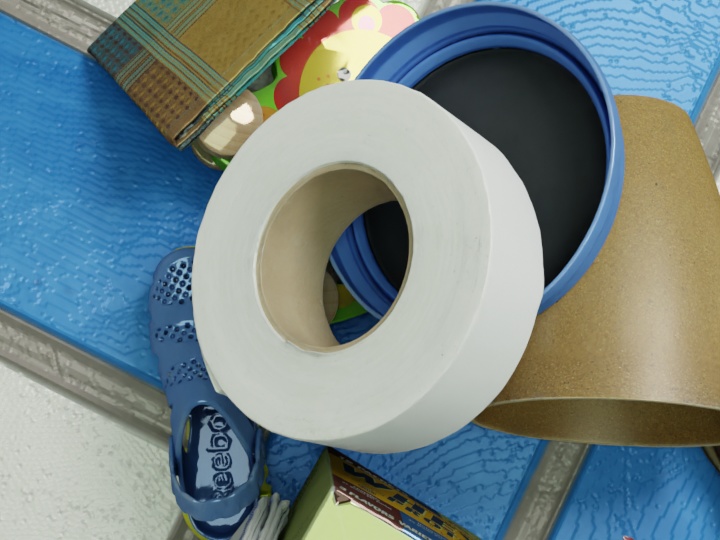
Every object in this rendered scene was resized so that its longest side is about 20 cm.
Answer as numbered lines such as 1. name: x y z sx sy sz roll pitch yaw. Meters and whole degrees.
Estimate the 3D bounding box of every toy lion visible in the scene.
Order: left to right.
1. toy lion: -0.007 -0.078 0.814 0.189 0.069 0.203 -23 89 -11

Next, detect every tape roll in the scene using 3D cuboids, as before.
1. tape roll: 0.000 0.000 0.682 0.200 0.071 0.206 -9 73 31

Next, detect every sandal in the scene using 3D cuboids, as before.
1. sandal: -0.097 0.083 0.787 0.078 0.087 0.203 -11 87 -1

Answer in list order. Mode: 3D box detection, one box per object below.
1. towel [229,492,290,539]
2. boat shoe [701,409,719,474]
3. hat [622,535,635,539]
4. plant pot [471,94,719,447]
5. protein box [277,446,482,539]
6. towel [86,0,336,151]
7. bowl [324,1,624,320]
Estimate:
1. towel: -0.112 0.237 0.724 0.024 0.147 0.201 35 107 -2
2. boat shoe: 0.289 0.153 0.810 0.071 0.068 0.202 -32 90 -4
3. hat: 0.200 0.301 0.788 0.163 0.200 0.178 11 56 -19
4. plant pot: 0.163 -0.001 0.768 0.183 0.187 0.203 4 75 -2
5. protein box: -0.012 0.235 0.727 0.134 0.200 0.200 30 87 -1
6. towel: -0.079 -0.181 0.790 0.200 0.022 0.147 -44 48 -1
7. bowl: 0.065 -0.058 0.722 0.198 0.039 0.204 -10 72 31
